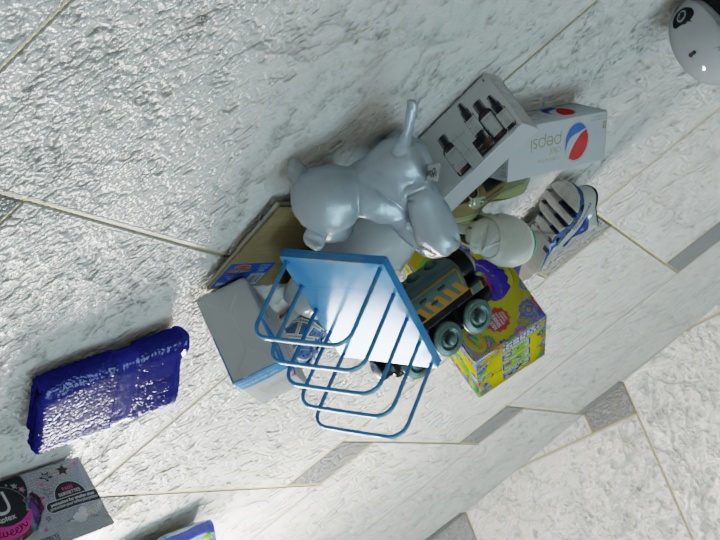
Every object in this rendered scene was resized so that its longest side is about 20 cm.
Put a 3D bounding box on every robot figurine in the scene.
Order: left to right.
[{"bbox_3d":[0.484,-0.323,1.581,0.199,0.125,0.150,-35,136,2],"label":"robot figurine"}]

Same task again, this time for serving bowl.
[{"bbox_3d":[0.000,0.000,1.597,0.199,0.066,0.200,-37,167,-10],"label":"serving bowl"}]

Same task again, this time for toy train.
[{"bbox_3d":[0.082,0.055,1.612,0.199,0.115,0.085,-35,-156,-21],"label":"toy train"}]

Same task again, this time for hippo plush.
[{"bbox_3d":[0.010,-0.067,1.369,0.160,0.161,0.200,-22,177,-2],"label":"hippo plush"}]

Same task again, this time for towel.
[{"bbox_3d":[-0.306,0.138,1.512,0.199,0.050,0.148,-20,148,-32],"label":"towel"}]

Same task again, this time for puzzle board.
[{"bbox_3d":[-0.079,-0.034,1.514,0.151,0.017,0.199,-45,156,30],"label":"puzzle board"}]

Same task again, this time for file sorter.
[{"bbox_3d":[-0.016,0.088,1.449,0.123,0.138,0.201,-65,145,-30],"label":"file sorter"}]

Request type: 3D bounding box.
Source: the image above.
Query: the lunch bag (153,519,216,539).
[{"bbox_3d":[-0.340,0.530,2.222,0.169,0.128,0.201,-19,142,-29],"label":"lunch bag"}]

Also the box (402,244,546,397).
[{"bbox_3d":[0.159,0.047,1.786,0.121,0.201,0.193,-32,160,-4],"label":"box"}]

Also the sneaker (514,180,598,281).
[{"bbox_3d":[0.308,-0.062,1.942,0.115,0.081,0.200,-11,148,-43],"label":"sneaker"}]

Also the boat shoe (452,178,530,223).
[{"bbox_3d":[0.151,-0.116,1.609,0.200,0.073,0.063,-19,144,-38],"label":"boat shoe"}]

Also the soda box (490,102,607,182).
[{"bbox_3d":[0.228,-0.164,1.589,0.199,0.063,0.069,-16,115,-41],"label":"soda box"}]

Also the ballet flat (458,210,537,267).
[{"bbox_3d":[0.152,-0.048,1.629,0.069,0.200,0.070,-7,108,-23],"label":"ballet flat"}]

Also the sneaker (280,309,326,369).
[{"bbox_3d":[-0.075,0.090,1.703,0.199,0.077,0.076,-33,158,-7],"label":"sneaker"}]

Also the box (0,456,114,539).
[{"bbox_3d":[-0.448,0.345,1.648,0.199,0.115,0.132,-15,151,-43],"label":"box"}]

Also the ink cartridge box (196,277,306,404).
[{"bbox_3d":[-0.129,0.095,1.559,0.067,0.116,0.200,-26,163,1],"label":"ink cartridge box"}]

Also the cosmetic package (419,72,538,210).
[{"bbox_3d":[0.108,-0.133,1.486,0.200,0.083,0.050,-44,155,23],"label":"cosmetic package"}]
